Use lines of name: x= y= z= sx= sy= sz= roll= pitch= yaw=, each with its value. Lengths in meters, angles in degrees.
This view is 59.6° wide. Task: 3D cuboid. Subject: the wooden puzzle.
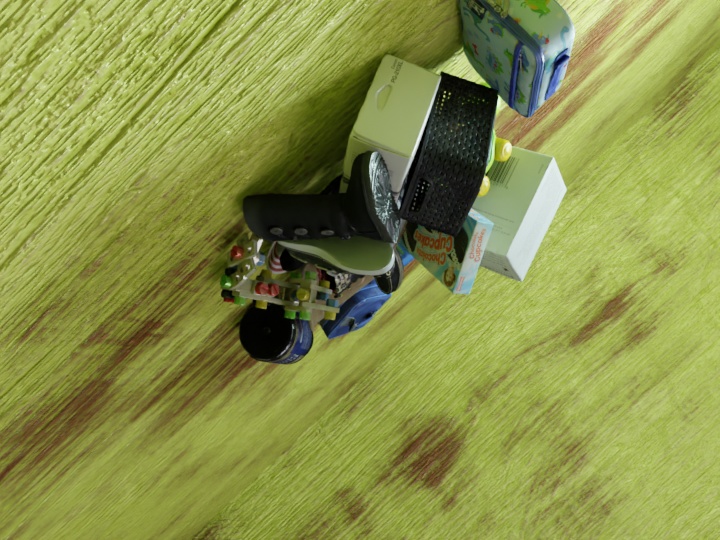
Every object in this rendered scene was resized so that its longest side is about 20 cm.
wooden puzzle: x=-0.039 y=-0.007 z=1.156 sx=0.199 sy=0.046 sz=0.187 roll=-41 pitch=153 yaw=-24

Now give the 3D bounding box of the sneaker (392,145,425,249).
sneaker: x=0.035 y=-0.131 z=0.994 sx=0.203 sy=0.107 sz=0.070 roll=-67 pitch=-166 yaw=-14

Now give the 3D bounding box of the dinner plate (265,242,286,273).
dinner plate: x=-0.083 y=-0.072 z=1.039 sx=0.199 sy=0.024 sz=0.201 roll=-39 pitch=166 yaw=-12

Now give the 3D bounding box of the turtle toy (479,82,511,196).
turtle toy: x=0.184 y=-0.231 z=1.101 sx=0.202 sy=0.145 sz=0.101 roll=-57 pitch=136 yaw=-8

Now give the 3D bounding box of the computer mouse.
computer mouse: x=-0.070 y=-0.066 z=0.979 sx=0.058 sy=0.034 sz=0.201 roll=-23 pitch=155 yaw=-50

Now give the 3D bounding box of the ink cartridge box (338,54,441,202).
ink cartridge box: x=0.032 y=-0.162 z=0.857 sx=0.201 sy=0.083 sz=0.147 roll=107 pitch=3 yaw=-63

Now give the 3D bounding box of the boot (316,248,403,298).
boot: x=-0.001 y=-0.001 z=1.090 sx=0.153 sy=0.073 sz=0.206 roll=-41 pitch=145 yaw=-24

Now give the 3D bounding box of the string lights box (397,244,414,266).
string lights box: x=0.094 y=-0.079 z=1.323 sx=0.199 sy=0.103 sz=0.059 roll=-37 pitch=165 yaw=-18

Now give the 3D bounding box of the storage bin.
storage bin: x=0.127 y=-0.169 z=0.906 sx=0.136 sy=0.092 sz=0.203 roll=109 pitch=-3 yaw=-53

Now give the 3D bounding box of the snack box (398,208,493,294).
snack box: x=0.129 y=-0.060 z=1.011 sx=0.036 sy=0.200 sz=0.118 roll=5 pitch=113 yaw=-27

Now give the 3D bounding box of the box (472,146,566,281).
box: x=0.245 y=-0.120 z=1.173 sx=0.130 sy=0.197 sz=0.203 roll=36 pitch=79 yaw=-54

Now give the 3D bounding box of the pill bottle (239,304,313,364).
pill bottle: x=-0.156 y=0.127 z=1.237 sx=0.112 sy=0.112 sz=0.200 roll=-41 pitch=165 yaw=1

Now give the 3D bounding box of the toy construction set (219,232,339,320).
toy construction set: x=-0.134 y=0.023 z=0.945 sx=0.199 sy=0.129 sz=0.094 roll=35 pitch=68 yaw=-42

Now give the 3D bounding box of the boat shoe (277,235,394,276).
boat shoe: x=-0.036 y=-0.027 z=0.899 sx=0.075 sy=0.195 sz=0.068 roll=-67 pitch=152 yaw=-25

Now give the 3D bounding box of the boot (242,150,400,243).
boot: x=-0.059 y=-0.088 z=0.800 sx=0.166 sy=0.195 sz=0.067 roll=67 pitch=32 yaw=-57

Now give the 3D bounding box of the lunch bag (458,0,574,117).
lunch bag: x=0.211 y=-0.310 z=0.860 sx=0.082 sy=0.161 sz=0.200 roll=-41 pitch=166 yaw=1

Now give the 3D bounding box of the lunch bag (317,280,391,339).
lunch bag: x=-0.028 y=0.062 z=1.346 sx=0.136 sy=0.133 sz=0.199 roll=-48 pitch=165 yaw=23
